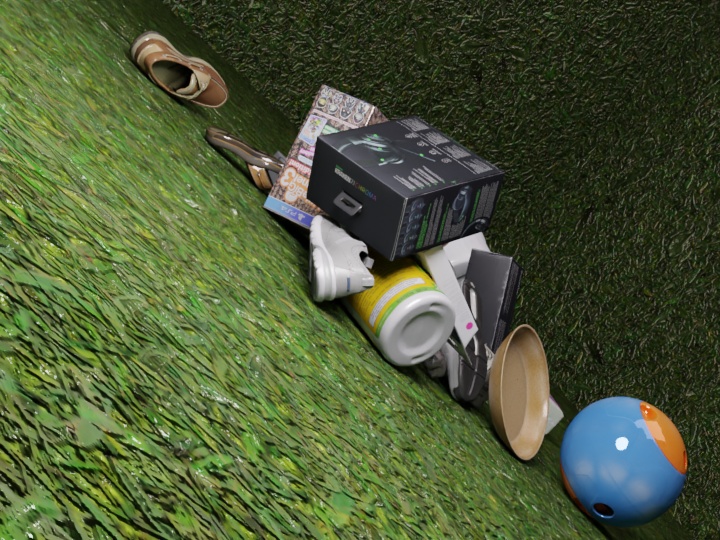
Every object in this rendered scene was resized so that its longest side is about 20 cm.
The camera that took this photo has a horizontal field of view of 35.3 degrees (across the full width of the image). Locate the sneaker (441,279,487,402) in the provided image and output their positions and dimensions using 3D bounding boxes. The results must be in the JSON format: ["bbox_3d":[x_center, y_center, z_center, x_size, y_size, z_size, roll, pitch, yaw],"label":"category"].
[{"bbox_3d":[0.126,0.118,1.712,0.076,0.114,0.203,41,41,-41],"label":"sneaker"}]

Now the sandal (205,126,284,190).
[{"bbox_3d":[-0.159,-0.158,1.758,0.198,0.055,0.082,26,7,-25],"label":"sandal"}]

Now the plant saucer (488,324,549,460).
[{"bbox_3d":[0.236,0.184,1.711,0.035,0.203,0.200,-2,-21,29],"label":"plant saucer"}]

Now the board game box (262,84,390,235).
[{"bbox_3d":[-0.034,-0.146,1.691,0.096,0.202,0.159,25,-2,24],"label":"board game box"}]

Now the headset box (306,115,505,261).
[{"bbox_3d":[0.052,-0.109,1.451,0.198,0.094,0.174,-18,43,-41],"label":"headset box"}]

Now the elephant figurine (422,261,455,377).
[{"bbox_3d":[0.074,0.033,1.670,0.200,0.156,0.141,43,-9,-14],"label":"elephant figurine"}]

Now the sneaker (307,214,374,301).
[{"bbox_3d":[-0.024,-0.011,1.419,0.081,0.076,0.201,2,25,-6],"label":"sneaker"}]

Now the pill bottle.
[{"bbox_3d":[0.030,0.023,1.488,0.111,0.111,0.200,38,9,-47],"label":"pill bottle"}]

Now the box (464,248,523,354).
[{"bbox_3d":[0.212,0.076,1.922,0.078,0.203,0.141,12,-4,19],"label":"box"}]

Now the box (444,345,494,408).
[{"bbox_3d":[0.143,0.117,1.783,0.200,0.082,0.068,48,7,37],"label":"box"}]

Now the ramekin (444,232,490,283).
[{"bbox_3d":[0.160,0.015,2.069,0.200,0.200,0.098,38,16,-46],"label":"ramekin"}]

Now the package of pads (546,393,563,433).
[{"bbox_3d":[0.309,0.221,2.267,0.200,0.068,0.155,44,6,-10],"label":"package of pads"}]

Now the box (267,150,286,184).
[{"bbox_3d":[-0.095,-0.128,2.015,0.156,0.041,0.200,43,7,-19],"label":"box"}]

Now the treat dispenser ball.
[{"bbox_3d":[0.415,0.302,1.790,0.201,0.201,0.201,44,6,-6],"label":"treat dispenser ball"}]

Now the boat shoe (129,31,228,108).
[{"bbox_3d":[-0.285,-0.304,1.804,0.199,0.076,0.074,25,24,-50],"label":"boat shoe"}]

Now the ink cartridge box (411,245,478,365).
[{"bbox_3d":[0.109,0.028,1.533,0.095,0.037,0.202,45,-18,57],"label":"ink cartridge box"}]

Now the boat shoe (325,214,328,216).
[{"bbox_3d":[0.010,-0.100,1.649,0.201,0.062,0.074,-48,131,-46],"label":"boat shoe"}]

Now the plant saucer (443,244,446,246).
[{"bbox_3d":[0.056,-0.112,1.607,0.198,0.034,0.203,23,50,-30],"label":"plant saucer"}]
